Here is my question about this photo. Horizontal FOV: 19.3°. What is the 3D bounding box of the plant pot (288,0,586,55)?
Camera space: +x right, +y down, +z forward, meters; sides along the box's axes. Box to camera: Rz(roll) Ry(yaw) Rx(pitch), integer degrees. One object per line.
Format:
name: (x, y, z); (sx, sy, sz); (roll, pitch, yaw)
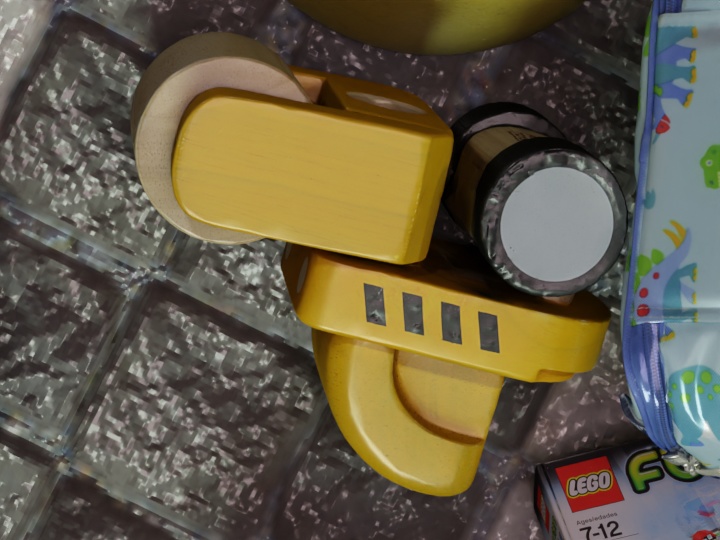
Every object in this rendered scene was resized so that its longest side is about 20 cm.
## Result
plant pot: (0.041, -0.187, 0.811); (0.199, 0.142, 0.201); (0, 92, -8)

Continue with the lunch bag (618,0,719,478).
lunch bag: (0.157, -0.019, 0.814); (0.082, 0.161, 0.201); (0, 79, 23)

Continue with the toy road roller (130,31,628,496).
toy road roller: (0.000, 0.000, 0.824); (0.199, 0.123, 0.146); (14, 101, -10)

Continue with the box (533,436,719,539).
box: (0.181, 0.108, 0.863); (0.199, 0.035, 0.110); (-13, 51, -9)
